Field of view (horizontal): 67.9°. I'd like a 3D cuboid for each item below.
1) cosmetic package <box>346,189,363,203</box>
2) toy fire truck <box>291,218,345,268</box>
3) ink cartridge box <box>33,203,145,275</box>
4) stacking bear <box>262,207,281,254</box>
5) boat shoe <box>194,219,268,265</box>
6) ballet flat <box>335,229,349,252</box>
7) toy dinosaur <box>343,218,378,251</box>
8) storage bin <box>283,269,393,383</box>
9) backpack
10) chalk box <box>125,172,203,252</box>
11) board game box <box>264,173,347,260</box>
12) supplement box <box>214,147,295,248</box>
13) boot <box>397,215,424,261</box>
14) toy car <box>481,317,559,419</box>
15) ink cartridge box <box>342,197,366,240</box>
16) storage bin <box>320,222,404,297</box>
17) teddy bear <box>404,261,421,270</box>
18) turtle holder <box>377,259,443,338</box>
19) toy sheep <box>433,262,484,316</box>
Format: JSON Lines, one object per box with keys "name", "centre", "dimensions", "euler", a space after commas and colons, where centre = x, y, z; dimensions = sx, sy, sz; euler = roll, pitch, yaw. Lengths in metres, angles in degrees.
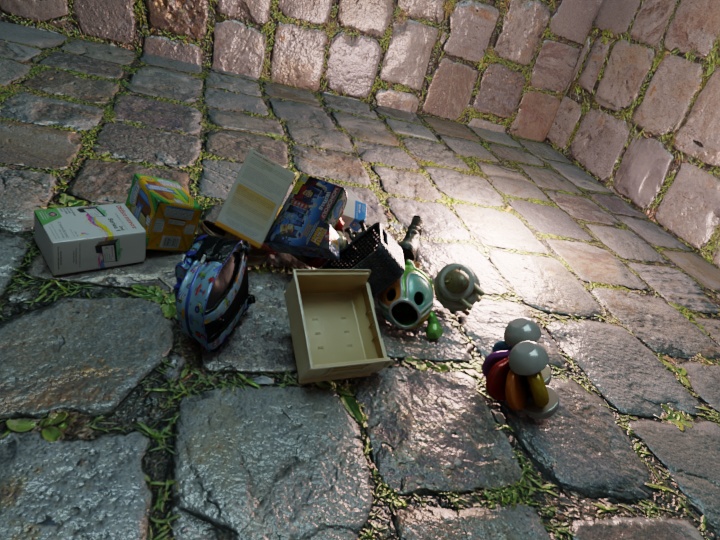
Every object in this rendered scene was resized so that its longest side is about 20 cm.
{"name": "cosmetic package", "centre": [-0.100, -0.203, 1.688], "dimensions": [0.195, 0.083, 0.113], "euler": [-5, 34, -32]}
{"name": "toy fire truck", "centre": [-0.107, -0.091, 1.454], "dimensions": [0.127, 0.179, 0.200], "euler": [25, -11, 32]}
{"name": "ink cartridge box", "centre": [-0.602, -0.076, 1.199], "dimensions": [0.197, 0.086, 0.144], "euler": [-12, 41, -43]}
{"name": "stacking bear", "centre": [-0.253, -0.166, 1.419], "dimensions": [0.110, 0.205, 0.123], "euler": [9, 29, -12]}
{"name": "boat shoe", "centre": [-0.326, -0.071, 1.354], "dimensions": [0.194, 0.073, 0.076], "euler": [18, 29, 1]}
{"name": "ballet flat", "centre": [-0.040, -0.066, 1.399], "dimensions": [0.055, 0.069, 0.200], "euler": [-1, -7, 4]}
{"name": "toy dinosaur", "centre": [0.011, -0.066, 1.417], "dimensions": [0.075, 0.201, 0.105], "euler": [-21, 68, 0]}
{"name": "storage bin", "centre": [-0.044, 0.110, 1.095], "dimensions": [0.193, 0.094, 0.205], "euler": [0, 62, -28]}
{"name": "backpack", "centre": [-0.302, 0.052, 1.066], "dimensions": [0.130, 0.186, 0.202], "euler": [10, 40, 6]}
{"name": "chalk box", "centre": [-0.499, -0.152, 1.321], "dimensions": [0.123, 0.126, 0.199], "euler": [4, 29, -49]}
{"name": "board game box", "centre": [-0.111, -0.114, 1.308], "dimensions": [0.197, 0.204, 0.062], "euler": [24, -10, 33]}
{"name": "supplement box", "centre": [-0.257, -0.173, 1.301], "dimensions": [0.124, 0.204, 0.073], "euler": [27, -2, -15]}
{"name": "boot", "centre": [0.141, -0.098, 1.513], "dimensions": [0.066, 0.135, 0.200], "euler": [16, -5, 10]}
{"name": "toy car", "centre": [0.340, 0.219, 1.169], "dimensions": [0.146, 0.179, 0.202], "euler": [-16, 25, 16]}
{"name": "ink cartridge box", "centre": [-0.092, -0.167, 1.550], "dimensions": [0.195, 0.116, 0.069], "euler": [17, 58, -23]}
{"name": "storage bin", "centre": [0.000, 0.000, 1.263], "dimensions": [0.094, 0.198, 0.136], "euler": [46, 20, -22]}
{"name": "teddy bear", "centre": [0.069, 0.006, 1.460], "dimensions": [0.193, 0.069, 0.146], "euler": [3, 22, -12]}
{"name": "turtle holder", "centre": [0.113, 0.085, 1.286], "dimensions": [0.137, 0.190, 0.133], "euler": [-13, 26, 12]}
{"name": "toy sheep", "centre": [0.256, 0.047, 1.409], "dimensions": [0.135, 0.141, 0.201], "euler": [22, -14, 10]}
